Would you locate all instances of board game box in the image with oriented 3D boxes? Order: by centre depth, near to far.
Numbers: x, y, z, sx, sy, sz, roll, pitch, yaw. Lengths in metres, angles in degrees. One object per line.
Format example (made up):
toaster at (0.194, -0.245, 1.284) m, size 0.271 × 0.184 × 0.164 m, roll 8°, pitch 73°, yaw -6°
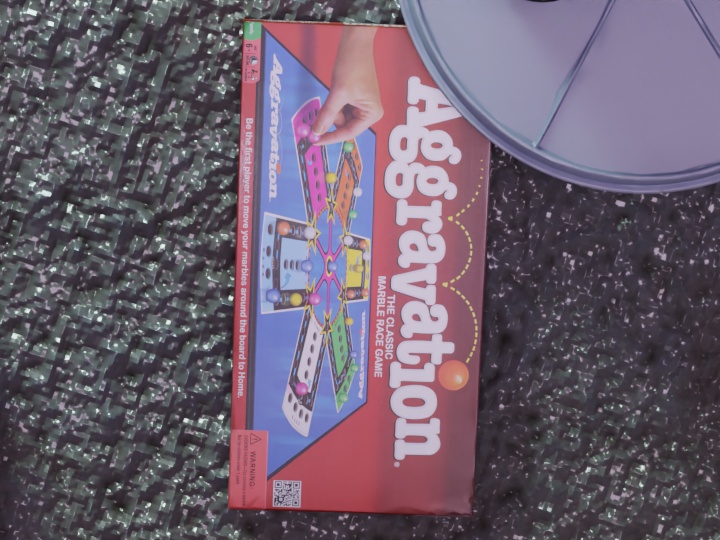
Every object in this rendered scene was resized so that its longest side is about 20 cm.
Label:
board game box at (0.000, 0.000, 1.013) m, size 0.103 × 0.019 × 0.201 m, roll 2°, pitch 99°, yaw -2°

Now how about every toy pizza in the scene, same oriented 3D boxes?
toy pizza at (0.111, -0.130, 0.980) m, size 0.200 × 0.032 × 0.201 m, roll 0°, pitch 92°, yaw -1°

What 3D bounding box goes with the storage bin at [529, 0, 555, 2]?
storage bin at (0.116, -0.200, 0.916) m, size 0.200 × 0.094 × 0.135 m, roll -28°, pitch 92°, yaw -1°
